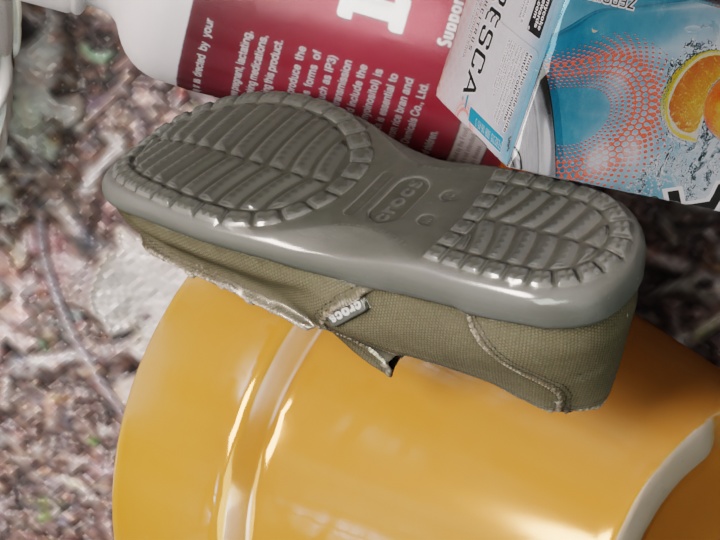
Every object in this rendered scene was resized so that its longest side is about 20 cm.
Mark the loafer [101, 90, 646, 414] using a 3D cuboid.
[{"bbox_3d":[0.000,0.000,0.828,0.200,0.075,0.070,20,135,38],"label":"loafer"}]

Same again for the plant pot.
[{"bbox_3d":[0.049,0.081,0.910,0.183,0.200,0.201,20,133,42],"label":"plant pot"}]

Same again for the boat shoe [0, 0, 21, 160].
[{"bbox_3d":[-0.148,-0.092,0.926,0.070,0.069,0.200,-4,133,-4],"label":"boat shoe"}]

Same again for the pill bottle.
[{"bbox_3d":[-0.011,-0.105,0.893,0.199,0.113,0.113,15,123,-2],"label":"pill bottle"}]

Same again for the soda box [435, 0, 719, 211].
[{"bbox_3d":[0.129,-0.053,0.827,0.199,0.068,0.064,10,109,-23],"label":"soda box"}]
